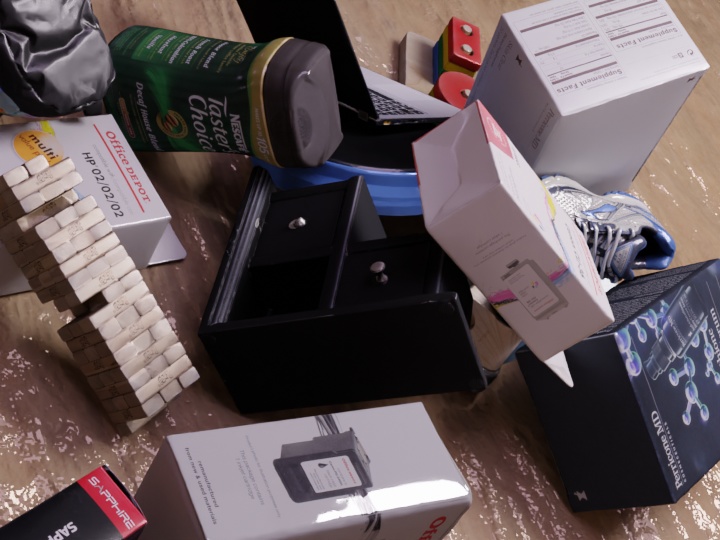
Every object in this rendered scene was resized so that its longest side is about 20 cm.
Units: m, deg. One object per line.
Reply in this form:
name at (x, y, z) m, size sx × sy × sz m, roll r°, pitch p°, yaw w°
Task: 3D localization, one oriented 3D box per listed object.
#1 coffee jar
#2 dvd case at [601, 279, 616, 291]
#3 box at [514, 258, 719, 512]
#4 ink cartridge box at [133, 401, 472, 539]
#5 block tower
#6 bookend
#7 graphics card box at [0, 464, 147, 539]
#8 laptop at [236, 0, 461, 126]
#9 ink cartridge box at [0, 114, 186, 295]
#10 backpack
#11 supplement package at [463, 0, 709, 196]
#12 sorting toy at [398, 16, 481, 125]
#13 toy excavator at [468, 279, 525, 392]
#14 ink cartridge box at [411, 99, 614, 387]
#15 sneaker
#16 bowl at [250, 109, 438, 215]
coffee jar at (-0.114, -0.145, 1.038) m, size 0.199 × 0.105 × 0.085 m, roll 8°, pitch 40°, yaw 23°
dvd case at (0.187, -0.060, 1.228) m, size 0.145 × 0.022 × 0.202 m, roll 12°, pitch 66°, yaw -19°
box at (0.249, 0.096, 1.075) m, size 0.199 × 0.107 × 0.149 m, roll -27°, pitch 98°, yaw -45°
ink cartridge box at (-0.048, 0.169, 0.818) m, size 0.199 × 0.146 × 0.084 m, roll -3°, pitch 51°, yaw -35°
block tower at (-0.189, 0.016, 0.875) m, size 0.054 × 0.058 × 0.201 m, roll -37°, pitch 102°, yaw -39°
bookend at (0.000, 0.000, 0.967) m, size 0.198 × 0.092 × 0.200 m, roll -7°, pitch 41°, yaw 19°
graphics card box at (-0.219, 0.200, 0.690) m, size 0.051 × 0.126 × 0.200 m, roll 47°, pitch 41°, yaw 14°
laptop at (-0.012, -0.219, 1.178) m, size 0.199 × 0.117 × 0.187 m, roll -7°, pitch 27°, yaw -39°
ink cartridge box at (-0.230, -0.055, 0.968) m, size 0.199 × 0.068 × 0.115 m, roll -13°, pitch 60°, yaw -40°
backpack at (-0.299, -0.191, 0.959) m, size 0.126 × 0.199 × 0.168 m, roll -26°, pitch 113°, yaw -49°
supplement package at (0.189, -0.145, 1.122) m, size 0.155 × 0.200 × 0.111 m, roll -20°, pitch 67°, yaw -20°
sorting toy at (0.144, -0.175, 1.330) m, size 0.199 × 0.070 × 0.200 m, roll 20°, pitch 43°, yaw -17°
toy excavator at (0.090, -0.008, 1.136) m, size 0.194 × 0.100 × 0.200 m, roll 39°, pitch 27°, yaw 5°
ink cartridge box at (0.124, -0.017, 0.939) m, size 0.200 × 0.067 × 0.117 m, roll 47°, pitch 22°, yaw -32°
sneaker at (0.207, -0.031, 1.095) m, size 0.199 × 0.077 × 0.085 m, roll -3°, pitch 34°, yaw -38°
bowl at (0.000, -0.108, 1.132) m, size 0.199 × 0.040 × 0.201 m, roll 8°, pitch 25°, yaw -4°
